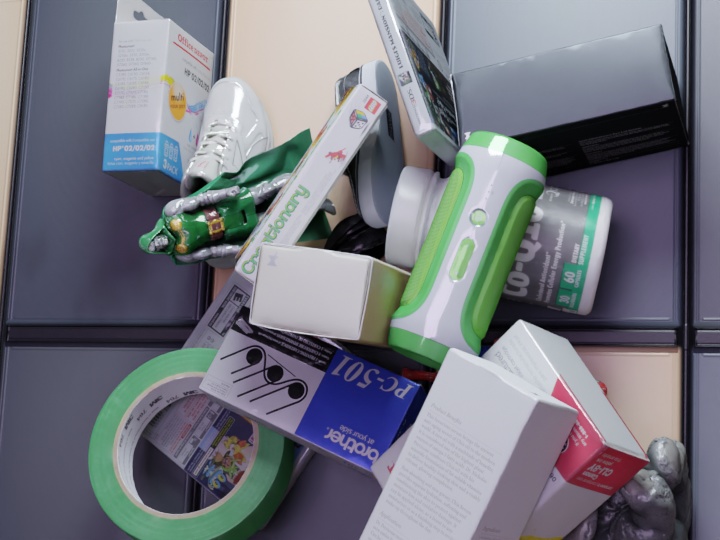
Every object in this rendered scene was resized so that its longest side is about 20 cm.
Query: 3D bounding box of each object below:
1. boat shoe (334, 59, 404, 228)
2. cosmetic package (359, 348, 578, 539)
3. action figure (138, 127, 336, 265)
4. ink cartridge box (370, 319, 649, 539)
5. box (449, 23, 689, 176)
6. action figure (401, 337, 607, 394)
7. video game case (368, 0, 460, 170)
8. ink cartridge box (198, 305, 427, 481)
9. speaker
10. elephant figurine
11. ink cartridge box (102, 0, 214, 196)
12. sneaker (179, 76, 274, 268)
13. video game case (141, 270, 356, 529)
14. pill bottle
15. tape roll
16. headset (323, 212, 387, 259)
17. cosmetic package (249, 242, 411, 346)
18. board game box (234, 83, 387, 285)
[{"bbox_3d":[-0.001,-0.122,1.400,0.068,0.074,0.201,-18,57,23],"label":"boat shoe"},{"bbox_3d":[0.083,0.178,1.141,0.101,0.071,0.201,29,96,41],"label":"cosmetic package"},{"bbox_3d":[-0.125,-0.054,1.391,0.198,0.055,0.119,-20,109,-15],"label":"action figure"},{"bbox_3d":[0.124,0.167,1.214,0.200,0.083,0.146,-46,52,19],"label":"ink cartridge box"},{"bbox_3d":[0.199,-0.151,1.321,0.198,0.141,0.080,-11,77,15],"label":"box"},{"bbox_3d":[0.138,0.099,1.347,0.198,0.052,0.066,9,79,17],"label":"action figure"},{"bbox_3d":[0.061,-0.186,1.340,0.023,0.200,0.183,-22,74,14],"label":"video game case"},{"bbox_3d":[-0.046,0.116,1.331,0.199,0.044,0.095,23,76,20],"label":"ink cartridge box"},{"bbox_3d":[0.093,-0.015,1.217,0.088,0.088,0.202,20,82,20],"label":"speaker"},{"bbox_3d":[0.194,0.213,1.272,0.198,0.142,0.156,-2,45,22],"label":"elephant figurine"},{"bbox_3d":[-0.209,-0.189,1.476,0.067,0.115,0.202,0,80,18],"label":"ink cartridge box"},{"bbox_3d":[-0.143,-0.108,1.448,0.077,0.099,0.202,-1,80,18],"label":"sneaker"},{"bbox_3d":[-0.114,0.129,1.437,0.182,0.023,0.201,35,91,21],"label":"video game case"},{"bbox_3d":[0.129,-0.032,1.318,0.198,0.113,0.114,12,84,8],"label":"pill bottle"},{"bbox_3d":[-0.165,0.178,1.379,0.198,0.048,0.202,-4,63,9],"label":"tape roll"},{"bbox_3d":[0.000,0.000,1.384,0.198,0.094,0.125,-14,76,6],"label":"headset"},{"bbox_3d":[-0.016,0.026,1.242,0.104,0.200,0.072,8,87,17],"label":"cosmetic package"},{"bbox_3d":[-0.048,-0.079,1.296,0.034,0.126,0.201,34,91,-7],"label":"board game box"}]
